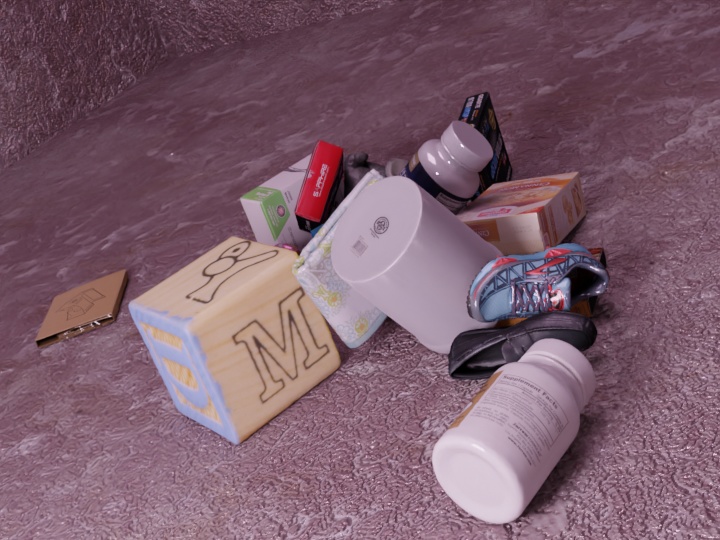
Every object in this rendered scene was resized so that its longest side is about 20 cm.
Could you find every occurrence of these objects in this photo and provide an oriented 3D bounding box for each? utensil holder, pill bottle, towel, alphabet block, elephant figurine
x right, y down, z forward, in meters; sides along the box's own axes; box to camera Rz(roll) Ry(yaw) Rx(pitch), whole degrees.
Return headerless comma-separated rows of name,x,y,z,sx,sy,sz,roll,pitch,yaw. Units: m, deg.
utensil holder,0.081,-0.009,1.410,0.168,0.199,0.172,-26,45,30
pill bottle,0.115,-0.131,1.630,0.201,0.110,0.112,-50,8,31
towel,0.005,-0.016,1.483,0.048,0.172,0.201,15,60,48
alphabet block,-0.178,0.092,1.497,0.199,0.199,0.194,-34,28,-27
elephant figurine,0.069,-0.147,1.847,0.196,0.158,0.142,1,-5,-1
pill bottle,0.174,0.167,1.144,0.113,0.116,0.200,2,33,42

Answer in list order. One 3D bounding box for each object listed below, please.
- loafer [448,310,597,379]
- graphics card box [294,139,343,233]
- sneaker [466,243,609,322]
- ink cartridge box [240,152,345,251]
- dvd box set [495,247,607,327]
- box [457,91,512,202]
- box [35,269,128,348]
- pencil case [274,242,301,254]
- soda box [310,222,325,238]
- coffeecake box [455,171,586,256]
loafer,0.201,0.102,1.323,0.198,0.069,0.071,-14,32,30
graphics card box,-0.068,-0.134,1.766,0.050,0.128,0.200,17,-7,0
sneaker,0.232,0.020,1.352,0.197,0.081,0.095,-20,26,-16
ink cartridge box,-0.099,-0.112,1.913,0.199,0.147,0.083,-35,26,-27
dvd box set,0.241,0.026,1.486,0.197,0.030,0.147,-8,28,28
box,0.212,-0.197,1.814,0.045,0.161,0.201,-12,25,20
box,-0.542,0.073,2.054,0.161,0.022,0.201,-20,25,4
pencil case,-0.166,0.034,1.746,0.085,0.084,0.200,4,35,33
soda box,-0.004,-0.029,1.636,0.067,0.065,0.199,-29,24,-17
coffeecake box,0.241,-0.079,1.613,0.151,0.074,0.200,-5,19,32
